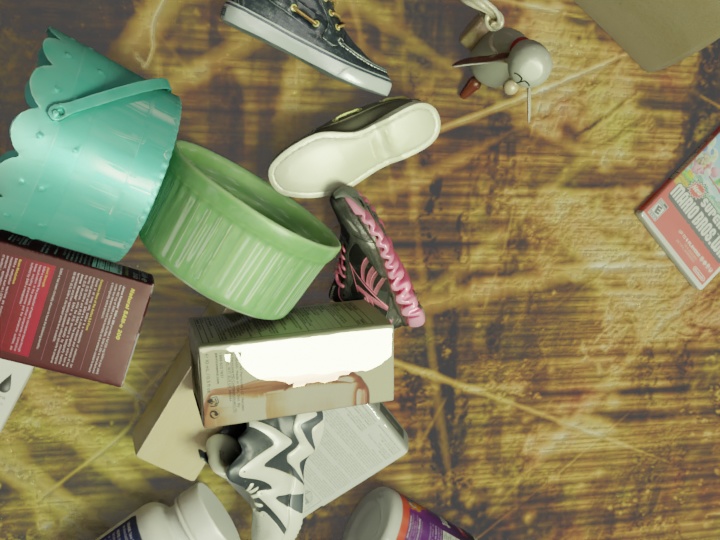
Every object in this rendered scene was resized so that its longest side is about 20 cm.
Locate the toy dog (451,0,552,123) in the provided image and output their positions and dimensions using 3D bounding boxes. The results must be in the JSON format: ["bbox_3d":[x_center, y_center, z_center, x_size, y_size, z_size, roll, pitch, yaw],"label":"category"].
[{"bbox_3d":[0.145,-0.217,0.876,0.132,0.200,0.097,40,107,7],"label":"toy dog"}]

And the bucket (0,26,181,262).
[{"bbox_3d":[-0.267,-0.114,0.774,0.134,0.207,0.209,21,95,-26],"label":"bucket"}]

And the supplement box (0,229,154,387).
[{"bbox_3d":[-0.309,0.030,0.773,0.198,0.061,0.110,18,96,-18],"label":"supplement box"}]

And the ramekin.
[{"bbox_3d":[-0.127,-0.038,0.826,0.199,0.200,0.098,31,100,-17],"label":"ramekin"}]

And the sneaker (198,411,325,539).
[{"bbox_3d":[-0.124,0.226,0.888,0.129,0.079,0.201,7,112,-31],"label":"sneaker"}]

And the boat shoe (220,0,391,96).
[{"bbox_3d":[-0.042,-0.265,0.863,0.199,0.071,0.092,24,98,-15],"label":"boat shoe"}]

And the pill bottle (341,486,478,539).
[{"bbox_3d":[0.083,0.359,0.993,0.199,0.111,0.112,34,91,-18],"label":"pill bottle"}]

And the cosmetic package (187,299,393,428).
[{"bbox_3d":[-0.073,0.093,0.842,0.198,0.103,0.088,-6,104,-16],"label":"cosmetic package"}]

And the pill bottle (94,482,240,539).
[{"bbox_3d":[-0.240,0.332,0.903,0.199,0.120,0.120,-35,106,-5],"label":"pill bottle"}]

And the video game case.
[{"bbox_3d":[0.467,-0.094,1.052,0.200,0.017,0.143,-45,107,-3],"label":"video game case"}]

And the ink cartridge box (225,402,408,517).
[{"bbox_3d":[-0.067,0.201,0.971,0.199,0.057,0.163,-34,108,16],"label":"ink cartridge box"}]

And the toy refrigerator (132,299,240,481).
[{"bbox_3d":[-0.172,0.124,0.909,0.076,0.070,0.201,30,93,-24],"label":"toy refrigerator"}]

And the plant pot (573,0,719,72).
[{"bbox_3d":[0.364,-0.362,0.892,0.199,0.177,0.200,36,91,-18],"label":"plant pot"}]

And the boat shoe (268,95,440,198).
[{"bbox_3d":[-0.011,-0.139,0.903,0.200,0.060,0.073,-23,120,-8],"label":"boat shoe"}]

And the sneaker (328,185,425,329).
[{"bbox_3d":[0.000,0.000,0.915,0.095,0.079,0.201,-23,120,7],"label":"sneaker"}]

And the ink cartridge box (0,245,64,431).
[{"bbox_3d":[-0.394,0.052,0.830,0.145,0.084,0.201,27,93,-18],"label":"ink cartridge box"}]
